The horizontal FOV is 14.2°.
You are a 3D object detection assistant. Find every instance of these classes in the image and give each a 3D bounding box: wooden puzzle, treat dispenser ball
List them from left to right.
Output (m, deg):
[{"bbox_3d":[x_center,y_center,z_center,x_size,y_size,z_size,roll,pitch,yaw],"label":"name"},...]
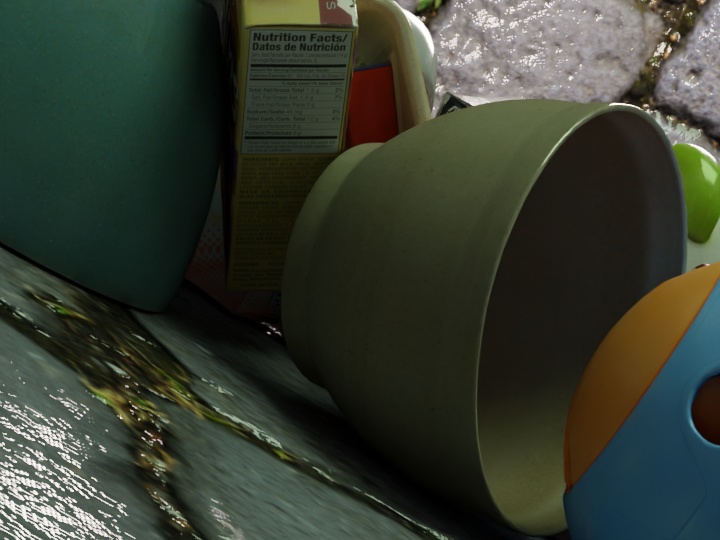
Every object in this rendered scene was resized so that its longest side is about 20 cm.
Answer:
[{"bbox_3d":[0.011,-0.030,1.523,0.185,0.046,0.201,144,-71,-76],"label":"wooden puzzle"},{"bbox_3d":[0.188,0.089,1.270,0.200,0.201,0.201,32,5,-3],"label":"treat dispenser ball"}]

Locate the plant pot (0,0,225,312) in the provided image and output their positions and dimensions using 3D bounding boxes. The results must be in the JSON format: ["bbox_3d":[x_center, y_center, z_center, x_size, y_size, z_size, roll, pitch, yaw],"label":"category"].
[{"bbox_3d":[-0.142,-0.091,1.366,0.200,0.135,0.200,31,6,-4],"label":"plant pot"}]

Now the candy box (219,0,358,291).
[{"bbox_3d":[-0.039,-0.095,1.395,0.056,0.200,0.117,0,53,-7],"label":"candy box"}]

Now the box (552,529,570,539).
[{"bbox_3d":[0.154,0.119,1.499,0.200,0.075,0.100,27,7,-31],"label":"box"}]

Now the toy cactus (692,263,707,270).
[{"bbox_3d":[0.202,0.101,1.657,0.165,0.102,0.200,60,29,-21],"label":"toy cactus"}]

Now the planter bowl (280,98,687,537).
[{"bbox_3d":[0.048,0.009,1.347,0.134,0.201,0.200,14,-4,30],"label":"planter bowl"}]

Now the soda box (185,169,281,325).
[{"bbox_3d":[-0.111,-0.054,1.538,0.200,0.069,0.064,35,6,19],"label":"soda box"}]

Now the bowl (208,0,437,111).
[{"bbox_3d":[-0.057,-0.115,1.706,0.199,0.075,0.200,21,-39,-4],"label":"bowl"}]

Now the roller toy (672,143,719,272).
[{"bbox_3d":[0.159,0.021,1.812,0.139,0.183,0.200,27,-16,-32],"label":"roller toy"}]

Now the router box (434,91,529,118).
[{"bbox_3d":[0.094,-0.039,1.957,0.062,0.150,0.200,31,16,25],"label":"router box"}]
